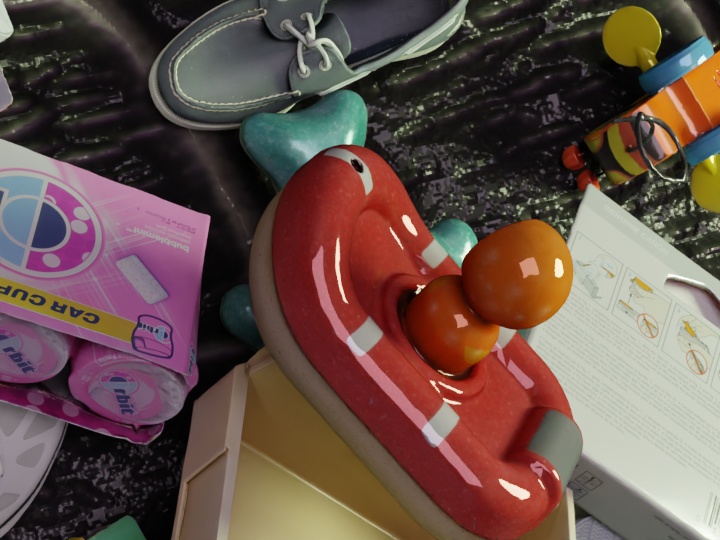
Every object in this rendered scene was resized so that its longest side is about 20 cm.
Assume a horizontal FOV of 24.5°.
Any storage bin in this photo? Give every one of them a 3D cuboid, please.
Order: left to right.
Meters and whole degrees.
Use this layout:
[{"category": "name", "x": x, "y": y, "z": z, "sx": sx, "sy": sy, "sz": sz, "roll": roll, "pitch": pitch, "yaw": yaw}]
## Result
[{"category": "storage bin", "x": 0.008, "y": 0.158, "z": 0.803, "sx": 0.198, "sy": 0.094, "sz": 0.201, "roll": 35, "pitch": 35, "yaw": -25}]

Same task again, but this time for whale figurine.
[{"category": "whale figurine", "x": 0.000, "y": 0.000, "z": 0.906, "sx": 0.157, "sy": 0.104, "sz": 0.202, "roll": -16, "pitch": 90, "yaw": -20}]

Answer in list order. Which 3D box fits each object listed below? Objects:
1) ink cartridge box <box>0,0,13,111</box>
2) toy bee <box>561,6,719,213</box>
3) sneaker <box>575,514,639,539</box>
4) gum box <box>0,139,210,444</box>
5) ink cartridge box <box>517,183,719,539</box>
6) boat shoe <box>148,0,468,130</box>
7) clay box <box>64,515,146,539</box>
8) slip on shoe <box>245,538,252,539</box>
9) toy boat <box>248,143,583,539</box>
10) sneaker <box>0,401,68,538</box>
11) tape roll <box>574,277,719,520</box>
[{"category": "ink cartridge box", "x": -0.233, "y": -0.072, "z": 0.774, "sx": 0.159, "sy": 0.201, "sz": 0.047, "roll": -32, "pitch": 131, "yaw": 1}, {"category": "toy bee", "x": 0.174, "y": -0.095, "z": 0.997, "sx": 0.199, "sy": 0.108, "sz": 0.132, "roll": -5, "pitch": 74, "yaw": -45}, {"category": "sneaker", "x": 0.091, "y": 0.225, "z": 0.906, "sx": 0.073, "sy": 0.071, "sz": 0.201, "roll": 33, "pitch": 67, "yaw": -5}, {"category": "gum box", "x": -0.173, "y": 0.002, "z": 0.842, "sx": 0.198, "sy": 0.066, "sz": 0.114, "roll": 19, "pitch": 42, "yaw": -15}, {"category": "ink cartridge box", "x": 0.172, "y": 0.072, "z": 0.952, "sx": 0.199, "sy": 0.044, "sz": 0.174, "roll": 36, "pitch": 48, "yaw": -10}, {"category": "boat shoe", "x": -0.025, "y": -0.136, "z": 0.943, "sx": 0.198, "sy": 0.062, "sz": 0.074, "roll": -20, "pitch": 88, "yaw": -21}, {"category": "clay box", "x": -0.178, "y": 0.222, "z": 0.841, "sx": 0.199, "sy": 0.048, "sz": 0.116, "roll": -30, "pitch": 93, "yaw": -23}, {"category": "slip on shoe", "x": -0.017, "y": 0.206, "z": 0.874, "sx": 0.200, "sy": 0.061, "sz": 0.075, "roll": 41, "pitch": 45, "yaw": -23}, {"category": "toy boat", "x": 0.045, "y": 0.021, "z": 0.779, "sx": 0.200, "sy": 0.130, "sz": 0.131, "roll": 48, "pitch": 31, "yaw": -4}, {"category": "sneaker", "x": -0.205, "y": 0.116, "z": 0.812, "sx": 0.076, "sy": 0.115, "sz": 0.201, "roll": 41, "pitch": 71, "yaw": -8}, {"category": "tape roll", "x": 0.167, "y": 0.104, "z": 0.986, "sx": 0.200, "sy": 0.037, "sz": 0.206, "roll": 3, "pitch": 80, "yaw": -19}]
